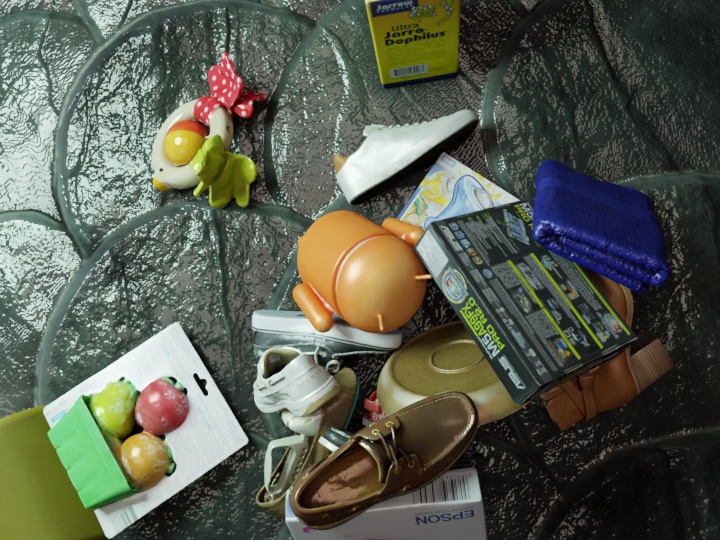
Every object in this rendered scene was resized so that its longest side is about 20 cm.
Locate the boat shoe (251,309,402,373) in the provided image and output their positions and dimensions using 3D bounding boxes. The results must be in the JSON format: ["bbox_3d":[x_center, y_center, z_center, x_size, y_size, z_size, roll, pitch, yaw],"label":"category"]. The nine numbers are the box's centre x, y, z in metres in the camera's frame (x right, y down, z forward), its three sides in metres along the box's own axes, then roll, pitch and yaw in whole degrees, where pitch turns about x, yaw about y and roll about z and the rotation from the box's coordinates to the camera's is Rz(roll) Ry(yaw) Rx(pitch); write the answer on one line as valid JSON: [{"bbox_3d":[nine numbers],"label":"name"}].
[{"bbox_3d":[-0.045,0.092,0.782,0.197,0.074,0.069,4,96,14],"label":"boat shoe"}]

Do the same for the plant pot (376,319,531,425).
[{"bbox_3d":[0.110,0.104,0.706,0.198,0.200,0.028,-15,112,4],"label":"plant pot"}]

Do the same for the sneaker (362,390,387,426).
[{"bbox_3d":[0.009,0.207,0.739,0.200,0.067,0.109,-24,93,-9],"label":"sneaker"}]

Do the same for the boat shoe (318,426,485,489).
[{"bbox_3d":[0.053,0.192,0.678,0.198,0.074,0.067,25,83,-13],"label":"boat shoe"}]

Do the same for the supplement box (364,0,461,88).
[{"bbox_3d":[0.064,-0.330,0.789,0.108,0.200,0.110,-8,78,6],"label":"supplement box"}]

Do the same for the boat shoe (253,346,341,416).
[{"bbox_3d":[-0.086,0.118,0.726,0.071,0.200,0.070,-34,96,-27],"label":"boat shoe"}]

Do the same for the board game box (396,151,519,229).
[{"bbox_3d":[0.149,-0.040,0.805,0.199,0.034,0.136,34,85,12],"label":"board game box"}]

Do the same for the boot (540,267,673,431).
[{"bbox_3d":[0.249,0.075,0.749,0.154,0.077,0.201,-32,92,6],"label":"boot"}]

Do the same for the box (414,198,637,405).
[{"bbox_3d":[0.173,0.023,0.671,0.159,0.044,0.201,-15,62,-33],"label":"box"}]

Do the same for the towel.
[{"bbox_3d":[0.264,-0.054,0.720,0.146,0.200,0.050,21,122,6],"label":"towel"}]

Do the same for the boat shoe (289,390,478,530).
[{"bbox_3d":[0.025,0.175,0.587,0.199,0.068,0.072,-29,70,-6],"label":"boat shoe"}]

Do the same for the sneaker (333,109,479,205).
[{"bbox_3d":[0.054,-0.170,0.823,0.199,0.073,0.085,-28,79,3],"label":"sneaker"}]

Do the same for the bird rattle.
[{"bbox_3d":[-0.216,-0.184,0.853,0.161,0.112,0.202,-11,74,22],"label":"bird rattle"}]

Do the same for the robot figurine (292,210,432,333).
[{"bbox_3d":[-0.001,0.002,0.744,0.142,0.200,0.118,-6,113,-30],"label":"robot figurine"}]

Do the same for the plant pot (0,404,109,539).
[{"bbox_3d":[-0.457,0.295,0.746,0.199,0.176,0.201,-32,77,0],"label":"plant pot"}]

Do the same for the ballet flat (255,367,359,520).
[{"bbox_3d":[-0.069,0.202,0.745,0.072,0.068,0.202,20,103,-28],"label":"ballet flat"}]

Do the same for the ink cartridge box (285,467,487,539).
[{"bbox_3d":[0.038,0.291,0.678,0.194,0.201,0.044,-10,39,6],"label":"ink cartridge box"}]

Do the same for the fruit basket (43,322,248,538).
[{"bbox_3d":[-0.270,0.196,0.800,0.199,0.094,0.186,-33,77,-16],"label":"fruit basket"}]
